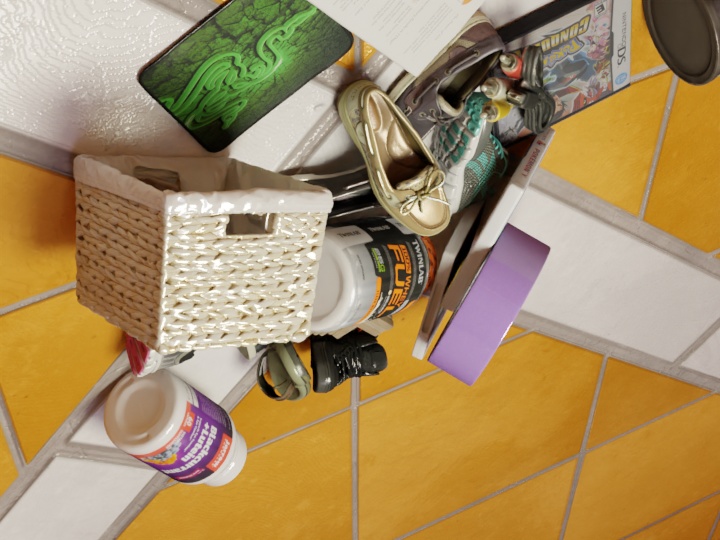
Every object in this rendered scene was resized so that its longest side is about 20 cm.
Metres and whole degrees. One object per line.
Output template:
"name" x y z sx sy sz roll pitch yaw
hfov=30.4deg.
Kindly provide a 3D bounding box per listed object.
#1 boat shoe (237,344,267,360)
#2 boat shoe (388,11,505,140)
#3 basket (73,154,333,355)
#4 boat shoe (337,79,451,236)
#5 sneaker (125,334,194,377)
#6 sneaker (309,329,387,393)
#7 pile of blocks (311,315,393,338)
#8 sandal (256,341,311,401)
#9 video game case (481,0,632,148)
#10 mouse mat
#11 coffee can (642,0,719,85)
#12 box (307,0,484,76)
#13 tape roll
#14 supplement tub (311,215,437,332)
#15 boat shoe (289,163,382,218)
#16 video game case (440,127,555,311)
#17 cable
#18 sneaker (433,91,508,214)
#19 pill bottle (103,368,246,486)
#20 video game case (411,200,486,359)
"boat shoe" -0.126 0.028 1.585 0.068 0.072 0.200 -27 150 -19
"boat shoe" 0.088 -0.197 1.486 0.072 0.065 0.200 9 129 -48
"basket" -0.167 -0.024 1.335 0.198 0.200 0.161 -3 107 -38
"boat shoe" 0.043 -0.118 1.465 0.073 0.063 0.200 -39 112 -10
"sneaker" -0.206 0.043 1.536 0.087 0.074 0.200 -8 140 -37
"sneaker" -0.012 0.111 1.710 0.104 0.200 0.060 0 100 -4
"pile of blocks" -0.041 0.048 1.671 0.062 0.082 0.200 -33 159 33
"sandal" -0.104 0.128 1.670 0.057 0.080 0.201 -34 171 -10
"video game case" 0.235 -0.245 1.582 0.200 0.026 0.181 -27 145 -9
"mouse mat" -0.112 -0.215 1.356 0.200 0.008 0.161 -37 145 6
"coffee can" 0.456 -0.323 1.561 0.200 0.146 0.147 -25 144 -13
"box" 0.018 -0.295 1.281 0.124 0.098 0.200 -47 143 14
"tape roll" 0.159 0.042 1.649 0.200 0.066 0.200 -59 176 -6
"supplement tub" 0.000 0.000 1.580 0.200 0.123 0.123 -13 144 -54
"boat shoe" -0.006 -0.085 1.522 0.200 0.057 0.067 -11 154 -11
"video game case" 0.173 -0.066 1.654 0.200 0.023 0.182 -63 176 35
"cable" 0.186 -0.209 1.518 0.097 0.050 0.200 -68 162 9
"sneaker" 0.137 -0.144 1.584 0.091 0.078 0.200 -15 150 -20
"pill bottle" -0.226 0.205 1.676 0.111 0.112 0.200 -37 145 5
"video game case" 0.116 0.004 1.712 0.200 0.017 0.143 105 12 -46
